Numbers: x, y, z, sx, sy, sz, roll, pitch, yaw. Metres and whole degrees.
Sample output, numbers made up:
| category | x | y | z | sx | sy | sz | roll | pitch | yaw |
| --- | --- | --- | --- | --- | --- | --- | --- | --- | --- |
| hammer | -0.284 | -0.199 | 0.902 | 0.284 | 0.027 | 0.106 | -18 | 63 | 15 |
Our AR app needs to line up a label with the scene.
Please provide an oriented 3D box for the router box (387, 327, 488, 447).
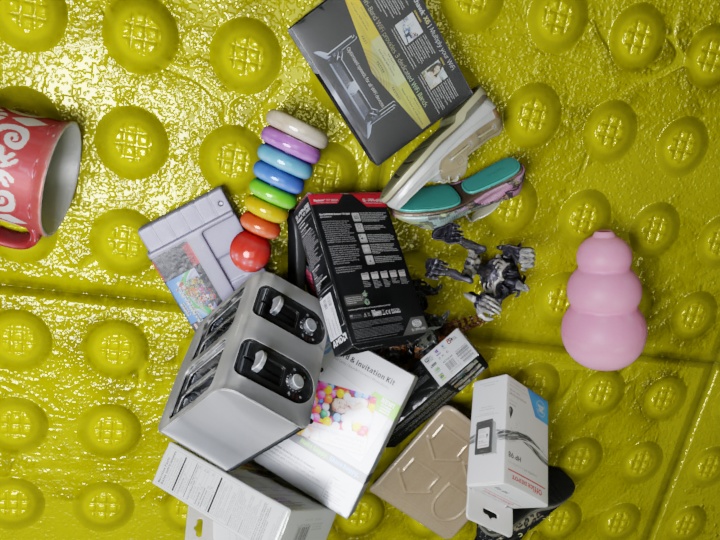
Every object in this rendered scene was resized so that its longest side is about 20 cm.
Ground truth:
| category | x | y | z | sx | sy | sz | roll | pitch | yaw |
| --- | --- | --- | --- | --- | --- | --- | --- | --- | --- |
| router box | 0.091 | 0.177 | 0.914 | 0.199 | 0.149 | 0.051 | -41 | 68 | 3 |

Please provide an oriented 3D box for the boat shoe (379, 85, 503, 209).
| category | x | y | z | sx | sy | sz | roll | pitch | yaw |
| --- | --- | --- | --- | --- | --- | --- | --- | --- | --- |
| boat shoe | 0.111 | -0.148 | 0.832 | 0.068 | 0.075 | 0.200 | 44 | 89 | -15 |

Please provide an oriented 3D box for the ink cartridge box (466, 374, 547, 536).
| category | x | y | z | sx | sy | sz | roll | pitch | yaw |
| --- | --- | --- | --- | --- | --- | --- | --- | --- | --- |
| ink cartridge box | 0.221 | 0.275 | 0.933 | 0.115 | 0.203 | 0.066 | 33 | 142 | -32 |

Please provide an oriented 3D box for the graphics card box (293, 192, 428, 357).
| category | x | y | z | sx | sy | sz | roll | pitch | yaw |
| --- | --- | --- | --- | --- | --- | --- | --- | --- | --- |
| graphics card box | 0.000 | 0.000 | 0.801 | 0.124 | 0.051 | 0.203 | -5 | 68 | -36 |

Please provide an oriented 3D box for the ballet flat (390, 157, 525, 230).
| category | x | y | z | sx | sy | sz | roll | pitch | yaw |
| --- | --- | --- | --- | --- | --- | --- | --- | --- | --- |
| ballet flat | 0.140 | -0.092 | 0.877 | 0.197 | 0.070 | 0.072 | -21 | 131 | -4 |

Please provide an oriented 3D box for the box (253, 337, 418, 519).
| category | x | y | z | sx | sy | sz | roll | pitch | yaw |
| --- | --- | --- | --- | --- | --- | --- | --- | --- | --- |
| box | -0.034 | 0.196 | 0.841 | 0.154 | 0.041 | 0.203 | 26 | 86 | 15 |

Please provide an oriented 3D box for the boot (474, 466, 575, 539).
| category | x | y | z | sx | sy | sz | roll | pitch | yaw |
| --- | --- | --- | --- | --- | --- | --- | --- | --- | --- |
| boot | 0.267 | 0.428 | 1.078 | 0.200 | 0.074 | 0.156 | -15 | 132 | -28 |

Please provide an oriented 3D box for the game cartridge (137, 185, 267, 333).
| category | x | y | z | sx | sy | sz | roll | pitch | yaw |
| --- | --- | --- | --- | --- | --- | --- | --- | --- | --- |
| game cartridge | -0.197 | 0.004 | 0.852 | 0.128 | 0.038 | 0.202 | -29 | 112 | -6 |

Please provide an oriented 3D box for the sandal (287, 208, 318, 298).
| category | x | y | z | sx | sy | sz | roll | pitch | yaw |
| --- | --- | --- | --- | --- | --- | --- | --- | --- | --- |
| sandal | -0.073 | 0.017 | 0.862 | 0.044 | 0.075 | 0.204 | -5 | 107 | -18 |

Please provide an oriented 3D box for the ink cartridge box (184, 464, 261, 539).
| category | x | y | z | sx | sy | sz | roll | pitch | yaw |
| --- | --- | --- | --- | --- | --- | --- | --- | --- | --- |
| ink cartridge box | -0.158 | 0.350 | 0.932 | 0.196 | 0.116 | 0.068 | 0 | 110 | -12 |

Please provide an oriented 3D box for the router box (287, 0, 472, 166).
| category | x | y | z | sx | sy | sz | roll | pitch | yaw |
| --- | --- | --- | --- | --- | --- | --- | --- | --- | --- |
| router box | 0.026 | -0.263 | 0.795 | 0.156 | 0.052 | 0.201 | -35 | 112 | 1 |

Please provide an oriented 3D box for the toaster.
| category | x | y | z | sx | sy | sz | roll | pitch | yaw |
| --- | --- | --- | --- | --- | --- | --- | --- | --- | --- |
| toaster | -0.139 | 0.125 | 0.770 | 0.118 | 0.183 | 0.199 | 35 | 130 | -22 |

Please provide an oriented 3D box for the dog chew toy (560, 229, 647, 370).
| category | x | y | z | sx | sy | sz | roll | pitch | yaw |
| --- | --- | --- | --- | --- | --- | --- | --- | --- | --- |
| dog chew toy | 0.362 | 0.042 | 0.939 | 0.122 | 0.125 | 0.204 | -7 | 102 | -9 |

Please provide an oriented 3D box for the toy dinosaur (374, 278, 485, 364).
| category | x | y | z | sx | sy | sz | roll | pitch | yaw |
| --- | --- | --- | --- | --- | --- | --- | --- | --- | --- |
| toy dinosaur | 0.079 | 0.084 | 0.915 | 0.198 | 0.102 | 0.137 | -28 | 144 | -20 |

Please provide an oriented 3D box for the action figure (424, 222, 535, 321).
| category | x | y | z | sx | sy | sz | roll | pitch | yaw |
| --- | --- | --- | --- | --- | --- | --- | --- | --- | --- |
| action figure | 0.182 | 0.008 | 0.879 | 0.197 | 0.102 | 0.121 | 19 | 101 | -33 |

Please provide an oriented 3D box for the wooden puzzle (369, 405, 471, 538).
| category | x | y | z | sx | sy | sz | roll | pitch | yaw |
| --- | --- | --- | --- | --- | --- | --- | --- | --- | --- |
| wooden puzzle | 0.138 | 0.326 | 1.028 | 0.184 | 0.046 | 0.200 | 38 | 102 | -20 |

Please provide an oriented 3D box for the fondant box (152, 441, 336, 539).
| category | x | y | z | sx | sy | sz | roll | pitch | yaw |
| --- | --- | --- | --- | --- | --- | --- | --- | --- | --- |
| fondant box | -0.146 | 0.292 | 0.814 | 0.059 | 0.197 | 0.144 | -66 | 152 | -10 |

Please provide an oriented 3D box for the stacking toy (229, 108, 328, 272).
| category | x | y | z | sx | sy | sz | roll | pitch | yaw |
| --- | --- | --- | --- | --- | --- | --- | --- | --- | --- |
| stacking toy | -0.115 | -0.094 | 0.797 | 0.084 | 0.085 | 0.203 | 22 | 98 | -18 |

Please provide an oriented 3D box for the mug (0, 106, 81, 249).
| category | x | y | z | sx | sy | sz | roll | pitch | yaw |
| --- | --- | --- | --- | --- | --- | --- | --- | --- | --- |
| mug | -0.442 | -0.109 | 0.711 | 0.196 | 0.134 | 0.181 | 15 | 104 | -13 |
